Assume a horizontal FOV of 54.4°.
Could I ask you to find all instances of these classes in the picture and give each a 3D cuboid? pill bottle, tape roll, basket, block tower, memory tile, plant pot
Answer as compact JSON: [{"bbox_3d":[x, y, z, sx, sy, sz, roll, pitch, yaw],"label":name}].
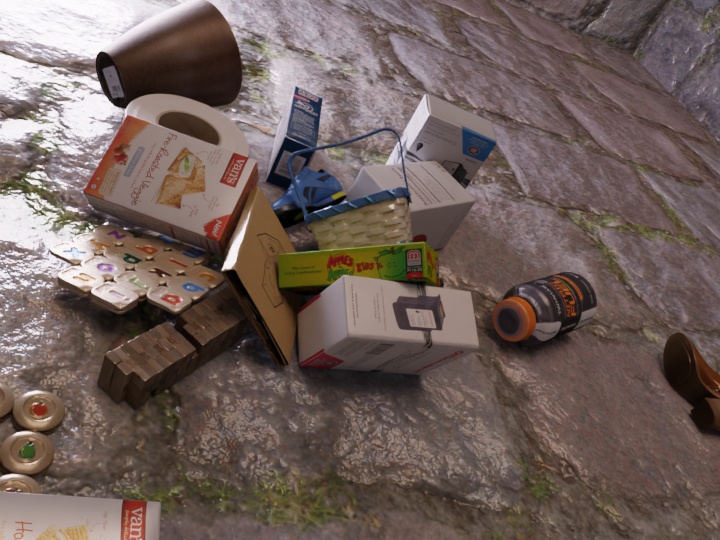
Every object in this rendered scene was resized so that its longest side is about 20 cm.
[{"bbox_3d":[0.312,0.068,1.203,0.200,0.106,0.106,-12,53,-43],"label":"pill bottle"},{"bbox_3d":[-0.285,-0.198,1.125,0.202,0.071,0.203,20,37,-16],"label":"tape roll"},{"bbox_3d":[-0.008,-0.100,1.060,0.139,0.176,0.201,-38,115,-80],"label":"basket"},{"bbox_3d":[-0.214,0.089,0.838,0.054,0.058,0.200,40,38,13],"label":"block tower"},{"bbox_3d":[-0.392,0.158,0.657,0.200,0.017,0.153,16,37,-19],"label":"memory tile"},{"bbox_3d":[-0.338,-0.350,1.202,0.200,0.187,0.187,-30,66,-36],"label":"plant pot"}]

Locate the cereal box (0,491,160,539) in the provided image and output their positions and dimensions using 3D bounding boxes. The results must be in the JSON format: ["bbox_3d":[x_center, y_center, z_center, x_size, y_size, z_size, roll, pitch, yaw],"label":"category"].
[{"bbox_3d":[-0.273,0.262,0.587,0.200,0.040,0.144,12,46,-24],"label":"cereal box"}]

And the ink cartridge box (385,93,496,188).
[{"bbox_3d":[0.144,-0.213,1.342,0.146,0.200,0.086,18,38,-16],"label":"ink cartridge box"}]

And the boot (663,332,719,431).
[{"bbox_3d":[0.664,0.211,1.306,0.155,0.077,0.200,9,43,-25],"label":"boot"}]

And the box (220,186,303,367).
[{"bbox_3d":[-0.123,0.004,0.941,0.200,0.021,0.164,-85,155,-54],"label":"box"}]

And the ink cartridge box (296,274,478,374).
[{"bbox_3d":[0.035,0.079,0.938,0.200,0.145,0.085,8,65,-28],"label":"ink cartridge box"}]

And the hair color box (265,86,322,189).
[{"bbox_3d":[-0.118,-0.241,1.272,0.060,0.100,0.200,20,37,-15],"label":"hair color box"}]

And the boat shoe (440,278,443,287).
[{"bbox_3d":[0.035,0.027,1.085,0.200,0.068,0.072,6,41,-24],"label":"boat shoe"}]

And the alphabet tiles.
[{"bbox_3d":[-0.283,-0.004,0.899,0.195,0.015,0.200,23,26,12],"label":"alphabet tiles"}]

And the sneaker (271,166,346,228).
[{"bbox_3d":[-0.101,-0.125,1.157,0.079,0.066,0.200,56,34,3],"label":"sneaker"}]

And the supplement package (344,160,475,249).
[{"bbox_3d":[0.080,-0.106,1.232,0.200,0.121,0.120,-14,55,-44],"label":"supplement package"}]

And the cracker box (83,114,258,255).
[{"bbox_3d":[-0.259,-0.120,0.977,0.200,0.058,0.134,20,69,2],"label":"cracker box"}]

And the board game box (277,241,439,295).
[{"bbox_3d":[0.000,0.000,0.950,0.102,0.199,0.048,27,60,-72],"label":"board game box"}]
